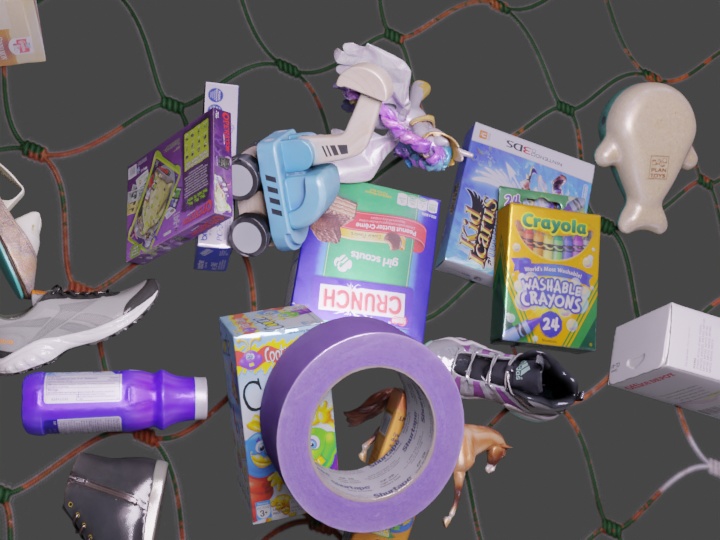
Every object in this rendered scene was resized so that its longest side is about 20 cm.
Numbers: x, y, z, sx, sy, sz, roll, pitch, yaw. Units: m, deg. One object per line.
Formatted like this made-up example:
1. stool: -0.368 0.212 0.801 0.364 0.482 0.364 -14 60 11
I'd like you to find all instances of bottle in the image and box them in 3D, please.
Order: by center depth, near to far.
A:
1. bottle: -0.268 0.144 1.032 0.195 0.084 0.067 -1 73 -13

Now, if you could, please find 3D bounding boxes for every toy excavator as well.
1. toy excavator: -0.052 -0.122 1.044 0.195 0.100 0.199 -3 108 15

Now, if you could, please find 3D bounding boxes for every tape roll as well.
1. tape roll: 0.001 0.154 0.955 0.196 0.085 0.205 -2 98 -17

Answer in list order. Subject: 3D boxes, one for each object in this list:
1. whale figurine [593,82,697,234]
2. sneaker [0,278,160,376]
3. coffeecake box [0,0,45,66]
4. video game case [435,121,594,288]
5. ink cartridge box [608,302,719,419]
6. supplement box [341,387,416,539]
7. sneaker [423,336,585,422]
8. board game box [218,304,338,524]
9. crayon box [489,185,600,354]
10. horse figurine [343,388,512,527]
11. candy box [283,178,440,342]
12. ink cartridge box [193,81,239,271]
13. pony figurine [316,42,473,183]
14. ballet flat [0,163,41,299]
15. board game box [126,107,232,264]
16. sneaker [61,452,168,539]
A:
1. whale figurine: 0.384 -0.154 1.289 0.156 0.104 0.205 -2 98 -15
2. sneaker: -0.318 0.047 1.045 0.197 0.074 0.081 -22 98 -19
3. coffeecake box: -0.428 -0.370 1.104 0.072 0.154 0.204 -10 76 -16
4. video game case: 0.206 -0.072 1.235 0.178 0.045 0.204 17 71 -8
5. ink cartridge box: 0.437 0.121 1.182 0.196 0.148 0.087 18 70 -9
6. supplement box: 0.038 0.239 1.055 0.065 0.069 0.204 19 87 -6
7. sneaker: 0.174 0.118 1.119 0.196 0.140 0.079 17 71 -9
8. board game box: -0.088 0.152 1.025 0.101 0.105 0.205 -8 101 -16
9. crayon box: 0.232 -0.005 1.171 0.123 0.052 0.205 7 79 -11
10. horse figurine: 0.078 0.205 1.120 0.199 0.050 0.133 38 76 -4
11. candy box: 0.000 0.000 1.145 0.165 0.077 0.204 12 73 -8
12. ink cartridge box: -0.173 -0.111 1.125 0.043 0.094 0.205 3 73 -12
13. pony figurine: 0.030 -0.192 1.147 0.189 0.201 0.169 12 116 -19
14. ballet flat: -0.406 -0.065 1.070 0.067 0.068 0.202 -30 85 -27
15. board game box: -0.208 -0.090 1.060 0.032 0.198 0.123 15 67 -38
16. sneaker: -0.273 0.298 0.999 0.104 0.075 0.204 9 63 -6
